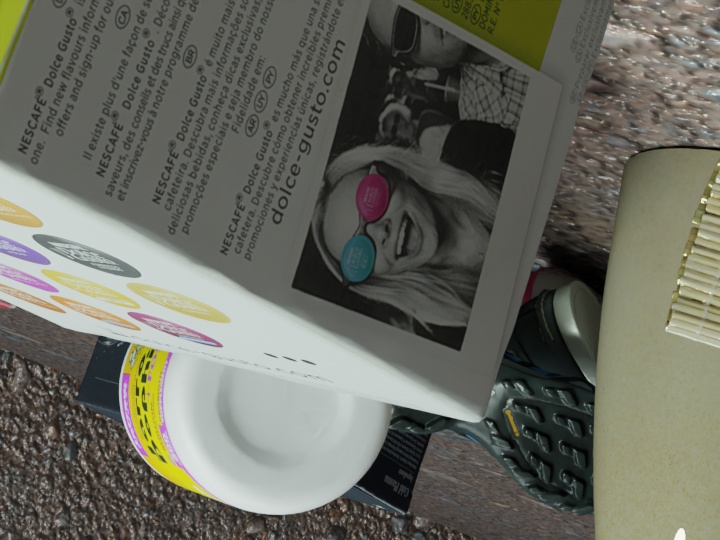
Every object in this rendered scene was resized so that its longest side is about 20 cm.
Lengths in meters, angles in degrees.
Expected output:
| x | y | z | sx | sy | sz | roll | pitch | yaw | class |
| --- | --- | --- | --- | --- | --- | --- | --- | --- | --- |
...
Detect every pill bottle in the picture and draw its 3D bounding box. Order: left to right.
| x | y | z | sx | sy | sz | roll | pitch | yaw | class |
| --- | --- | --- | --- | --- | --- | --- | --- | --- | --- |
| -0.059 | 0.060 | 1.013 | 0.104 | 0.104 | 0.200 | 21 | 172 | -14 | pill bottle |

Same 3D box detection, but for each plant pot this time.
| x | y | z | sx | sy | sz | roll | pitch | yaw | class |
| --- | --- | --- | --- | --- | --- | --- | --- | --- | --- |
| 0.189 | 0.068 | 1.019 | 0.187 | 0.200 | 0.187 | 18 | 171 | 3 | plant pot |

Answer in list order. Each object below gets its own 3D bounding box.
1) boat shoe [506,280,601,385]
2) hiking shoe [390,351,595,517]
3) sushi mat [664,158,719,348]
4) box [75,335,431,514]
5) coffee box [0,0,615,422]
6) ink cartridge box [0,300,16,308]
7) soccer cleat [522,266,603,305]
| x | y | z | sx | sy | sz | roll | pitch | yaw | class |
| --- | --- | --- | --- | --- | --- | --- | --- | --- | --- |
| 0.142 | 0.101 | 1.254 | 0.062 | 0.073 | 0.200 | -19 | 108 | 24 | boat shoe |
| 0.084 | 0.070 | 1.187 | 0.200 | 0.074 | 0.087 | 26 | -160 | -11 | hiking shoe |
| 0.239 | 0.010 | 0.906 | 0.200 | 0.096 | 0.012 | 17 | 178 | 8 | sushi mat |
| -0.046 | 0.033 | 1.312 | 0.200 | 0.182 | 0.104 | 13 | 169 | 27 | box |
| -0.064 | -0.093 | 0.613 | 0.200 | 0.200 | 0.198 | 8 | 165 | 45 | coffee box |
| -0.283 | -0.064 | 1.319 | 0.145 | 0.145 | 0.200 | 19 | 172 | -21 | ink cartridge box |
| 0.160 | 0.041 | 1.344 | 0.086 | 0.070 | 0.200 | -2 | 165 | 20 | soccer cleat |
